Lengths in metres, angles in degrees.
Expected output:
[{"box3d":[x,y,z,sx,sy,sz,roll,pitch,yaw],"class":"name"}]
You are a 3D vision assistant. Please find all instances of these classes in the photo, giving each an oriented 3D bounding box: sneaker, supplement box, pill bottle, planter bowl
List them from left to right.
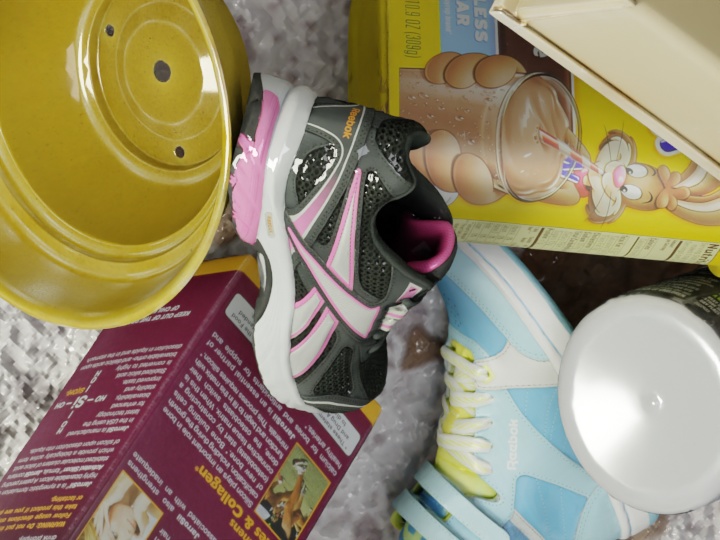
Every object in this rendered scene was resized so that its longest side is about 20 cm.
[{"box3d":[-0.110,-0.081,1.295,0.083,0.200,0.201,-21,120,-51],"class":"planter bowl"},{"box3d":[-0.091,0.104,1.337,0.110,0.086,0.200,50,54,-26],"class":"supplement box"},{"box3d":[0.000,0.000,1.270,0.086,0.081,0.200,8,149,14],"class":"sneaker"},{"box3d":[0.054,0.079,1.434,0.130,0.080,0.200,-33,115,-7],"class":"sneaker"},{"box3d":[0.191,0.045,1.419,0.200,0.106,0.107,-15,118,-50],"class":"pill bottle"}]

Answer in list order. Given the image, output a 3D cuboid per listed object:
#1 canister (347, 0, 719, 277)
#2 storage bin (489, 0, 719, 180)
[{"box3d":[0.098,-0.076,1.352,0.199,0.087,0.149,5,63,-11],"class":"canister"},{"box3d":[0.194,-0.142,1.253,0.200,0.094,0.199,34,76,-24],"class":"storage bin"}]
